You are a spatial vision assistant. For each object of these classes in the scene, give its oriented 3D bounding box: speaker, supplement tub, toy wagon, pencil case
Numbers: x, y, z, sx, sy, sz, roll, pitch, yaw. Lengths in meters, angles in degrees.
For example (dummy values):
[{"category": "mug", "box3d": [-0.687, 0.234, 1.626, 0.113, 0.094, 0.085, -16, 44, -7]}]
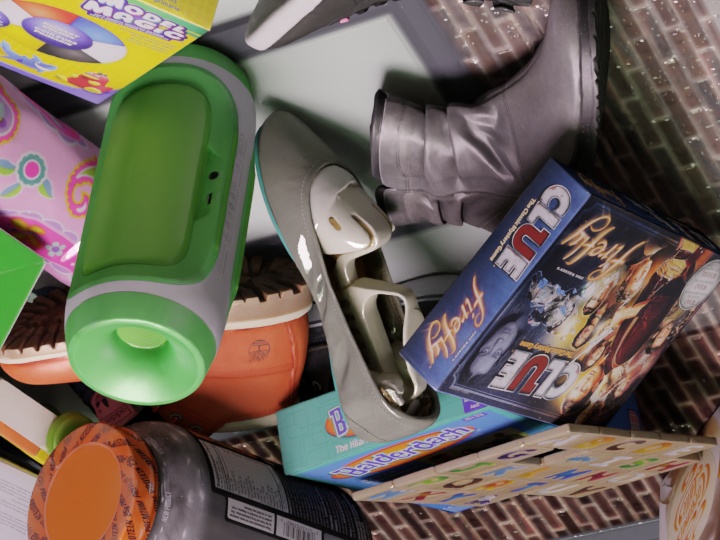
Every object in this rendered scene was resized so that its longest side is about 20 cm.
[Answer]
[{"category": "speaker", "box3d": [-0.106, -0.028, 1.269, 0.088, 0.201, 0.089, 4, 140, 3]}, {"category": "supplement tub", "box3d": [-0.096, 0.164, 1.412, 0.122, 0.123, 0.199, -28, 143, 34]}, {"category": "toy wagon", "box3d": [-0.211, 0.095, 1.484, 0.200, 0.040, 0.155, 41, 168, -37]}, {"category": "pencil case", "box3d": [-0.197, -0.062, 1.339, 0.087, 0.088, 0.200, -28, 130, 34]}]

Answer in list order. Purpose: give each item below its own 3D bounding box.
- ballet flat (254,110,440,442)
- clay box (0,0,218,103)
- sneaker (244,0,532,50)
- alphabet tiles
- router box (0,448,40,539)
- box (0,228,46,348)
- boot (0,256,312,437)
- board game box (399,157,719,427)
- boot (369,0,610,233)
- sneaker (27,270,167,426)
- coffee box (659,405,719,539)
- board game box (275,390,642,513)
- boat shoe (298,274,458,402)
[{"category": "ballet flat", "box3d": [0.000, 0.000, 1.333, 0.063, 0.067, 0.201, -11, 100, 40]}, {"category": "clay box", "box3d": [-0.147, -0.145, 1.195, 0.114, 0.048, 0.200, 21, 164, -20]}, {"category": "sneaker", "box3d": [0.030, -0.152, 1.203, 0.099, 0.071, 0.200, 37, 128, -24]}, {"category": "alphabet tiles", "box3d": [0.119, 0.125, 1.457, 0.166, 0.008, 0.199, -22, 160, 36]}, {"category": "router box", "box3d": [-0.285, 0.121, 1.512, 0.199, 0.049, 0.179, 28, 173, -22]}, {"category": "box", "box3d": [-0.311, -0.020, 1.336, 0.200, 0.097, 0.176, 36, 160, -29]}, {"category": "boot", "box3d": [-0.125, 0.060, 1.413, 0.198, 0.075, 0.108, -6, 117, -15]}, {"category": "board game box", "box3d": [0.120, 0.020, 1.308, 0.136, 0.035, 0.200, -53, 149, 12]}, {"category": "boot", "box3d": [0.067, -0.084, 1.287, 0.131, 0.070, 0.201, 9, 136, 6]}, {"category": "sneaker", "box3d": [-0.162, 0.052, 1.459, 0.070, 0.082, 0.200, -34, 126, 27]}, {"category": "coffee box", "box3d": [0.263, 0.135, 1.475, 0.079, 0.115, 0.200, 15, 140, -11]}, {"category": "board game box", "box3d": [0.066, 0.101, 1.460, 0.151, 0.045, 0.200, -21, 158, 28]}, {"category": "boat shoe", "box3d": [-0.010, 0.057, 1.467, 0.199, 0.057, 0.069, -20, 134, 28]}]
